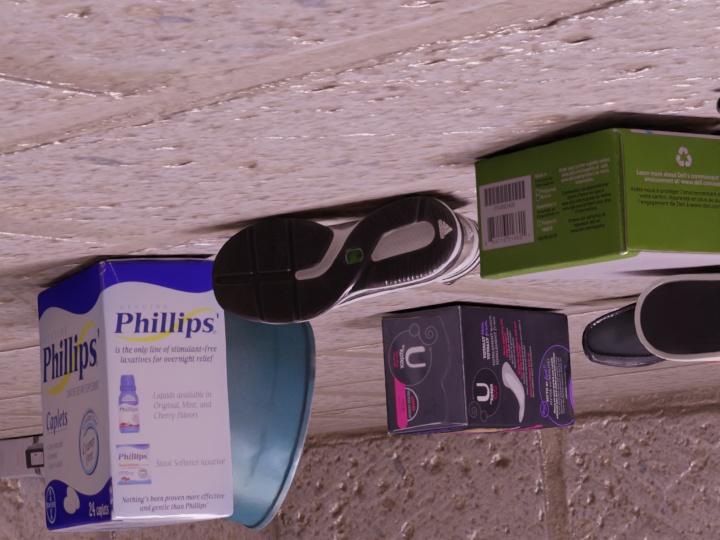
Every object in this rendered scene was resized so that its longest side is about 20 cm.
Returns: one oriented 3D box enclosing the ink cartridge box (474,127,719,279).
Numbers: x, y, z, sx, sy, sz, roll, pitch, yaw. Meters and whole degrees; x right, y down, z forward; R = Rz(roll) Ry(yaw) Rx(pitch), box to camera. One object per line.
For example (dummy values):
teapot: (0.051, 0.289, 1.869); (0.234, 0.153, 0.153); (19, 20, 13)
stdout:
ink cartridge box: (0.191, -0.037, 1.316); (0.199, 0.077, 0.147); (0, 175, -32)

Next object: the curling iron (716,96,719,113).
curling iron: (0.284, -0.074, 1.216); (0.198, 0.026, 0.050); (13, 131, -25)

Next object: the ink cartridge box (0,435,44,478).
ink cartridge box: (-0.500, 0.311, 3.580); (0.199, 0.067, 0.115); (-9, 171, 34)

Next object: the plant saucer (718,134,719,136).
plant saucer: (0.312, -0.071, 1.328); (0.198, 0.032, 0.200); (-4, 173, 0)

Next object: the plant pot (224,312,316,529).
plant pot: (-0.161, 0.117, 1.926); (0.186, 0.202, 0.200); (14, 167, -17)

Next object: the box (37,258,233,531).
box: (-0.183, 0.102, 1.689); (0.104, 0.202, 0.184); (1, 171, -25)

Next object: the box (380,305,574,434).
box: (0.121, 0.104, 2.175); (0.105, 0.123, 0.199); (-9, 171, 37)

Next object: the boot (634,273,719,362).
boot: (0.284, 0.030, 1.334); (0.198, 0.073, 0.144); (3, -179, 22)

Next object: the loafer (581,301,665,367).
loafer: (0.316, 0.051, 2.123); (0.199, 0.069, 0.070); (-12, 163, 14)

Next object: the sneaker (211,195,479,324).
sneaker: (0.000, 0.000, 1.508); (0.199, 0.076, 0.115); (-11, 169, 26)
